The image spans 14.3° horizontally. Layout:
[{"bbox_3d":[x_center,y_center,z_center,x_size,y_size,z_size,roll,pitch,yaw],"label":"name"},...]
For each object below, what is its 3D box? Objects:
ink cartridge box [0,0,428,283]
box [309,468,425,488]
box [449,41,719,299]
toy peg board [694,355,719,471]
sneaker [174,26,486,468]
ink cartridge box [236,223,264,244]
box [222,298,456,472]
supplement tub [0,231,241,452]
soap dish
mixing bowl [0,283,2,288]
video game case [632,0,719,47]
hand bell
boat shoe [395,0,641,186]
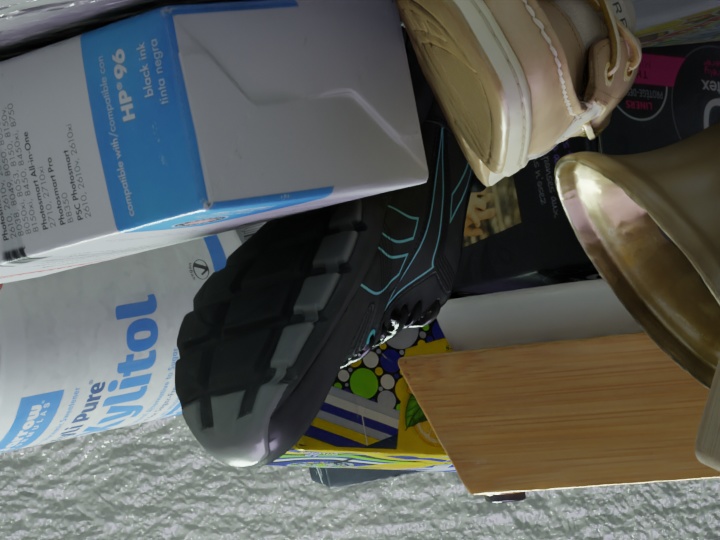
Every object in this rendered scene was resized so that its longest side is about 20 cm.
[{"bbox_3d":[-0.091,-0.038,0.974,0.200,0.068,0.116,-13,177,40],"label":"ink cartridge box"},{"bbox_3d":[0.004,0.038,1.917,0.104,0.200,0.182,-11,178,-6],"label":"box"},{"bbox_3d":[0.078,-0.038,1.246,0.122,0.106,0.200,2,171,-37],"label":"box"},{"bbox_3d":[0.233,-0.012,0.945,0.199,0.200,0.098,7,-168,-45],"label":"toy peg board"},{"bbox_3d":[0.000,0.000,1.019,0.075,0.079,0.200,-14,-143,37],"label":"sneaker"},{"bbox_3d":[0.004,-0.017,1.507,0.068,0.115,0.200,-10,178,-45],"label":"ink cartridge box"},{"bbox_3d":[0.040,0.050,1.226,0.200,0.070,0.064,5,170,-33],"label":"box"},{"bbox_3d":[-0.166,0.024,1.487,0.200,0.132,0.132,-11,179,-44],"label":"supplement tub"},{"bbox_3d":[0.140,0.041,1.102,0.200,0.081,0.157,-7,177,33],"label":"soap dish"},{"bbox_3d":[-0.239,0.047,1.078,0.200,0.109,0.200,5,-168,-1],"label":"mixing bowl"},{"bbox_3d":[0.196,-0.117,1.089,0.200,0.023,0.182,-13,178,44],"label":"video game case"},{"bbox_3d":[0.176,-0.056,0.986,0.200,0.104,0.104,-38,-177,-10],"label":"hand bell"},{"bbox_3d":[0.056,-0.074,0.935,0.069,0.074,0.200,-28,178,1],"label":"boat shoe"}]
